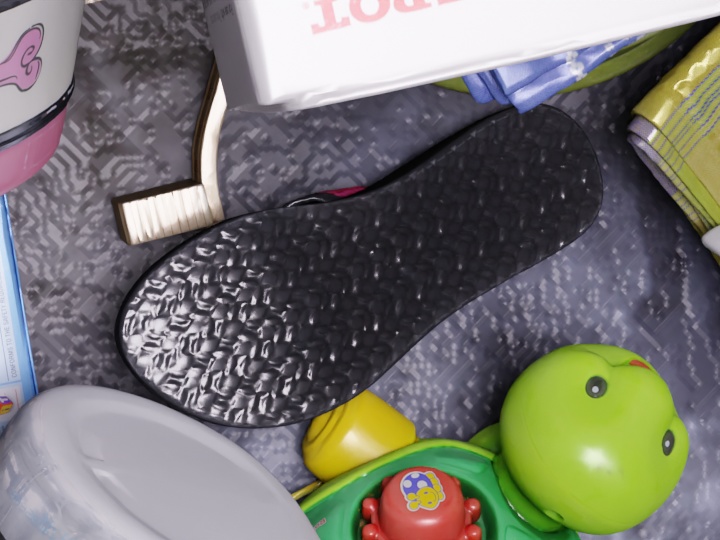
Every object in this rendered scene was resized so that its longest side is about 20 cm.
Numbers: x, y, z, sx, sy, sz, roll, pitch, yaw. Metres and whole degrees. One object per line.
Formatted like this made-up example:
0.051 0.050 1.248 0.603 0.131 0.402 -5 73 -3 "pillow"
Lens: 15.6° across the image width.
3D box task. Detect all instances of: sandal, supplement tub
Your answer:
0.000 0.000 0.939 0.200 0.045 0.075 -26 97 -28 "sandal"
-0.107 0.149 0.880 0.122 0.123 0.200 29 108 -14 "supplement tub"

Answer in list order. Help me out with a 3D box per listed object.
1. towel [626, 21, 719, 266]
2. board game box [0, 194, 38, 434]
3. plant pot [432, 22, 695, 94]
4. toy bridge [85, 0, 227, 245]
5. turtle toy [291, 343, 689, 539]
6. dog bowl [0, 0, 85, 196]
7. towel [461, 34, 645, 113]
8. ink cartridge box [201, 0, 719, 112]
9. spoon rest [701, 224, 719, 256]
0.189 -0.082 0.956 0.200 0.023 0.144 -48 133 -2 "towel"
-0.215 0.029 0.902 0.200 0.037 0.152 -10 99 -12 "board game box"
0.077 -0.152 0.867 0.200 0.190 0.200 -2 98 -12 "plant pot"
-0.073 -0.107 0.922 0.067 0.027 0.200 -15 100 -11 "toy bridge"
0.038 0.110 0.933 0.146 0.101 0.200 37 88 -14 "turtle toy"
-0.180 -0.068 0.825 0.200 0.200 0.074 -7 113 -11 "dog bowl"
0.084 -0.155 0.762 0.200 0.024 0.145 -33 99 -8 "towel"
0.015 -0.152 0.694 0.145 0.084 0.200 -13 95 -10 "ink cartridge box"
0.172 0.074 0.960 0.099 0.061 0.200 -24 117 -12 "spoon rest"
